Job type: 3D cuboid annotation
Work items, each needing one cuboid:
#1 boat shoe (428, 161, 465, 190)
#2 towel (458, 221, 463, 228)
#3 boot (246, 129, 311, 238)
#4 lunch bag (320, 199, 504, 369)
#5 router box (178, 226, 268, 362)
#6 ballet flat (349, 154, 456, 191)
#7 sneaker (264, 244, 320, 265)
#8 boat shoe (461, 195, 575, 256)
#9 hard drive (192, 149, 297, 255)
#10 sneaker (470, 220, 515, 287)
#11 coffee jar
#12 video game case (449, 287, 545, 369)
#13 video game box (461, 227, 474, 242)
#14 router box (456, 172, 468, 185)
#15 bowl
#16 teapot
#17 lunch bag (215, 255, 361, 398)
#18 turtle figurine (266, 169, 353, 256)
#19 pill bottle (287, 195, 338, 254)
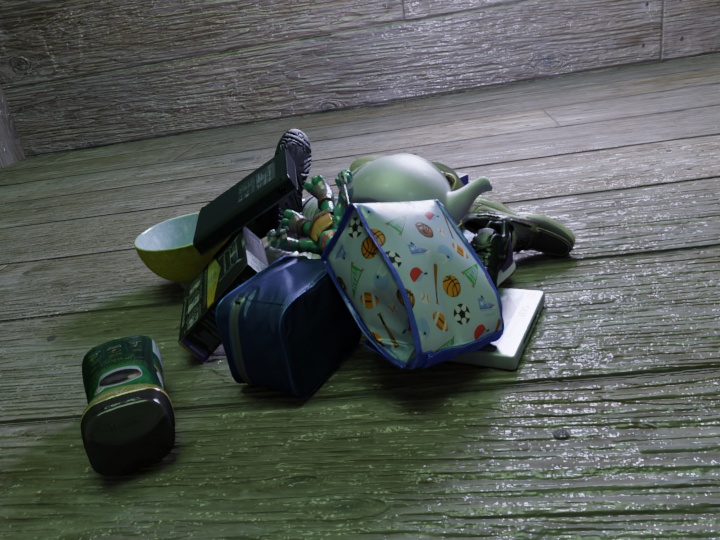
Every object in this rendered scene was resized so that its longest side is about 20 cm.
[{"bbox_3d":[0.171,-0.149,1.185,0.067,0.074,0.198,8,-14,46],"label":"boat shoe"},{"bbox_3d":[0.096,-0.114,1.087,0.197,0.023,0.143,28,31,20],"label":"towel"},{"bbox_3d":[-0.176,-0.159,1.176,0.075,0.206,0.166,14,-15,-40],"label":"boot"},{"bbox_3d":[0.070,0.022,0.753,0.167,0.125,0.202,-10,55,-39],"label":"lunch bag"},{"bbox_3d":[-0.214,0.028,0.952,0.158,0.052,0.201,-47,24,7],"label":"router box"},{"bbox_3d":[0.078,-0.163,1.059,0.194,0.071,0.070,10,20,-10],"label":"ballet flat"},{"bbox_3d":[-0.128,-0.009,1.070,0.194,0.083,0.077,-7,21,3],"label":"sneaker"},{"bbox_3d":[0.260,-0.061,1.013,0.196,0.073,0.066,23,53,5],"label":"boat shoe"},{"bbox_3d":[-0.198,-0.120,1.038,0.197,0.033,0.141,-33,30,9],"label":"hard drive"},{"bbox_3d":[0.172,-0.011,0.885,0.074,0.090,0.200,4,27,27],"label":"sneaker"},{"bbox_3d":[-0.285,0.159,0.738,0.102,0.088,0.200,-14,22,-19],"label":"coffee jar"},{"bbox_3d":[0.144,0.069,0.853,0.195,0.024,0.182,3,26,29],"label":"video game case"},{"bbox_3d":[0.124,-0.038,1.079,0.197,0.048,0.180,12,28,40],"label":"video game box"},{"bbox_3d":[0.124,-0.183,1.408,0.197,0.050,0.178,-26,28,-32],"label":"router box"},{"bbox_3d":[-0.319,-0.029,1.155,0.194,0.110,0.201,-7,24,3],"label":"bowl"},{"bbox_3d":[0.070,-0.111,0.949,0.148,0.197,0.198,-59,4,-24],"label":"teapot"},{"bbox_3d":[-0.092,0.063,0.816,0.129,0.140,0.199,6,26,31],"label":"lunch bag"},{"bbox_3d":[-0.060,-0.067,0.854,0.148,0.102,0.200,-36,23,-1],"label":"turtle figurine"},{"bbox_3d":[-0.060,-0.083,1.161,0.197,0.123,0.118,14,32,43],"label":"pill bottle"}]
